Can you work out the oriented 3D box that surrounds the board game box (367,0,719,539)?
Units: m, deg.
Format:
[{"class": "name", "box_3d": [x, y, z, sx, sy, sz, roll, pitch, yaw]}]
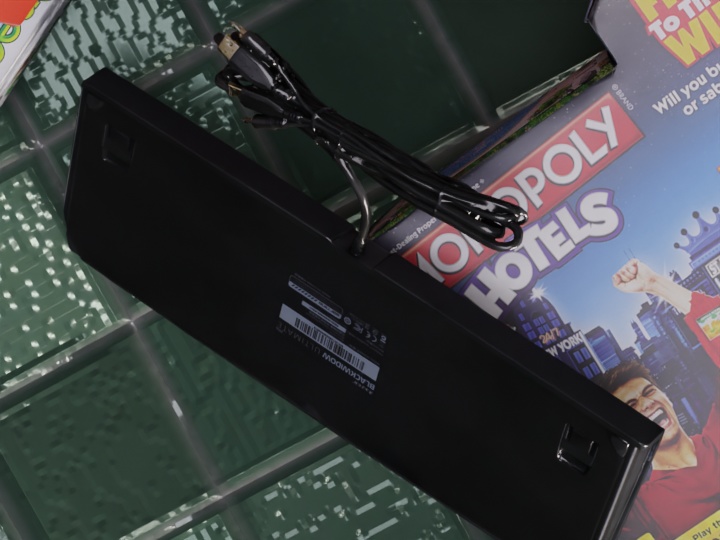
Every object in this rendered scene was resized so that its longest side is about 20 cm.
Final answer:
[{"class": "board game box", "box_3d": [0.106, -0.026, 0.879, 0.199, 0.062, 0.200, -34, 95, 10]}]

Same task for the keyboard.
[{"class": "keyboard", "box_3d": [0.000, 0.000, 0.851, 0.199, 0.021, 0.127, 33, 140, 15]}]

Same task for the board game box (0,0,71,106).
[{"class": "board game box", "box_3d": [-0.159, -0.086, 0.887, 0.126, 0.035, 0.200, 35, 99, -4]}]

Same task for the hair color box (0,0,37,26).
[{"class": "hair color box", "box_3d": [-0.146, -0.168, 0.815, 0.200, 0.061, 0.102, 41, 102, 18]}]
